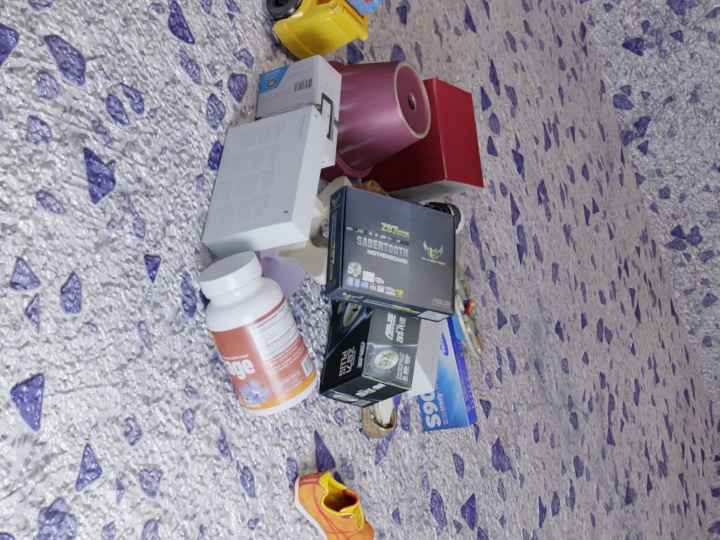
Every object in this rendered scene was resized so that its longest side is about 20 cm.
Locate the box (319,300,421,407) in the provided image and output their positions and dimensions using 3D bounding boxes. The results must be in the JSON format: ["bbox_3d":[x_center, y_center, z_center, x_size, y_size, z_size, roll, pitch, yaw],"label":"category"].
[{"bbox_3d":[0.020,0.092,1.618,0.085,0.163,0.203,18,68,-21],"label":"box"}]

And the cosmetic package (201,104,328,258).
[{"bbox_3d":[-0.131,-0.124,1.474,0.052,0.149,0.203,44,44,-44],"label":"cosmetic package"}]

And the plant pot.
[{"bbox_3d":[0.011,-0.261,1.750,0.199,0.177,0.203,30,53,-53],"label":"plant pot"}]

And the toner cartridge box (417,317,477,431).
[{"bbox_3d":[0.143,0.185,1.915,0.043,0.094,0.203,-16,94,-61],"label":"toner cartridge box"}]

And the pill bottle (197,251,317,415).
[{"bbox_3d":[-0.142,0.083,1.422,0.112,0.111,0.202,-49,122,-55],"label":"pill bottle"}]

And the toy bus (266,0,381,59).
[{"bbox_3d":[-0.043,-0.464,1.714,0.135,0.190,0.203,30,53,-51],"label":"toy bus"}]

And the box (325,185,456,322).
[{"bbox_3d":[0.047,-0.023,1.539,0.198,0.051,0.160,14,66,-27],"label":"box"}]

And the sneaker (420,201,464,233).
[{"bbox_3d":[0.082,-0.045,1.812,0.073,0.200,0.111,50,20,26],"label":"sneaker"}]

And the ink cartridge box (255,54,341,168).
[{"bbox_3d":[-0.098,-0.212,1.601,0.068,0.115,0.203,36,51,-49],"label":"ink cartridge box"}]

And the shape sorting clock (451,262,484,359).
[{"bbox_3d":[0.190,0.063,1.917,0.200,0.039,0.203,-14,90,-78],"label":"shape sorting clock"}]

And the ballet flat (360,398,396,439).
[{"bbox_3d":[0.025,0.173,1.725,0.070,0.065,0.203,-12,89,-30],"label":"ballet flat"}]

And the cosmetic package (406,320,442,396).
[{"bbox_3d":[0.093,0.104,1.727,0.083,0.050,0.201,58,26,-29],"label":"cosmetic package"}]

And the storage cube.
[{"bbox_3d":[0.106,-0.228,1.918,0.199,0.169,0.183,1,81,-61],"label":"storage cube"}]

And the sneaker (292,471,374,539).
[{"bbox_3d":[-0.026,0.365,1.568,0.200,0.076,0.074,50,38,-44],"label":"sneaker"}]

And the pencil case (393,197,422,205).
[{"bbox_3d":[0.054,-0.094,1.863,0.199,0.086,0.079,10,68,-60],"label":"pencil case"}]

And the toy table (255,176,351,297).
[{"bbox_3d":[-0.081,-0.057,1.577,0.183,0.116,0.203,37,50,-50],"label":"toy table"}]

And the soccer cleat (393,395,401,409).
[{"bbox_3d":[0.067,0.151,1.811,0.068,0.072,0.202,48,41,-42],"label":"soccer cleat"}]

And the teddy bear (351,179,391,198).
[{"bbox_3d":[0.038,-0.066,1.678,0.145,0.067,0.200,46,-3,15],"label":"teddy bear"}]
